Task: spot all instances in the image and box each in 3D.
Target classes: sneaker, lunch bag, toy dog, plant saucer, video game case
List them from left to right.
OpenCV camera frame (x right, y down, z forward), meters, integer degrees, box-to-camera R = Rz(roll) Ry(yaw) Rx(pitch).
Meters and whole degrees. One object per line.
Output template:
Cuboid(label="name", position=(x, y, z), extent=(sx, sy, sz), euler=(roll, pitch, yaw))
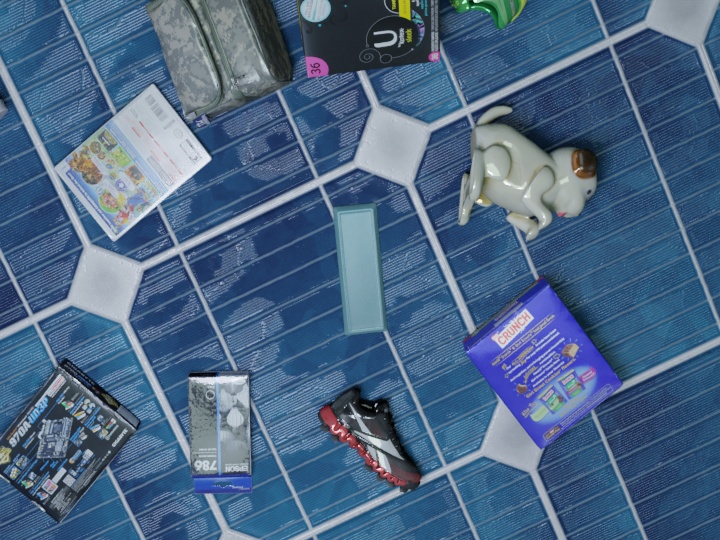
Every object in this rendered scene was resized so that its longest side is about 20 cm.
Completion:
Cuboid(label="video game case", position=(-0.344, -0.163, 1.642), extent=(0.199, 0.018, 0.144), euler=(-39, 99, 3))
Cuboid(label="lunch bag", position=(-0.208, -0.327, 1.569), extent=(0.165, 0.139, 0.203), euler=(-19, 99, 17))
Cuboid(label="plant saucer", position=(0.000, 0.000, 1.681), extent=(0.068, 0.019, 0.204), euler=(-6, 100, -1))
Cuboid(label="sneaker", position=(0.031, 0.261, 1.694), extent=(0.200, 0.071, 0.098), euler=(42, 97, -6))
Cuboid(label="sneaker", position=(0.151, -0.427, 1.593), extent=(0.198, 0.074, 0.084), euler=(31, 93, -7))
Cuboid(label="toy dog", position=(0.256, -0.140, 1.626), extent=(0.196, 0.140, 0.197), euler=(9, 62, -2))

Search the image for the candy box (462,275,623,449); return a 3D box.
Cuboid(label="candy box", position=(0.281, 0.143, 1.685), extent=(0.168, 0.077, 0.201), euler=(-38, 99, 5))

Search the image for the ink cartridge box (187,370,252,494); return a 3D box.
Cuboid(label="ink cartridge box", position=(-0.220, 0.260, 1.702), extent=(0.097, 0.039, 0.204), euler=(-2, 99, -3))

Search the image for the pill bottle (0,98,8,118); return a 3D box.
Cuboid(label="pill bottle", position=(-0.600, -0.297, 1.567), extent=(0.103, 0.104, 0.202), euler=(-33, 98, 3))

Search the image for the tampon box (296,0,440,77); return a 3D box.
Cuboid(label="tampon box", position=(0.008, -0.382, 1.537), extent=(0.196, 0.128, 0.151), euler=(-8, 142, -1))

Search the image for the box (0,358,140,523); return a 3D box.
Cuboid(label="box", position=(-0.465, 0.267, 1.688), extent=(0.158, 0.046, 0.201), euler=(40, 95, -7))
